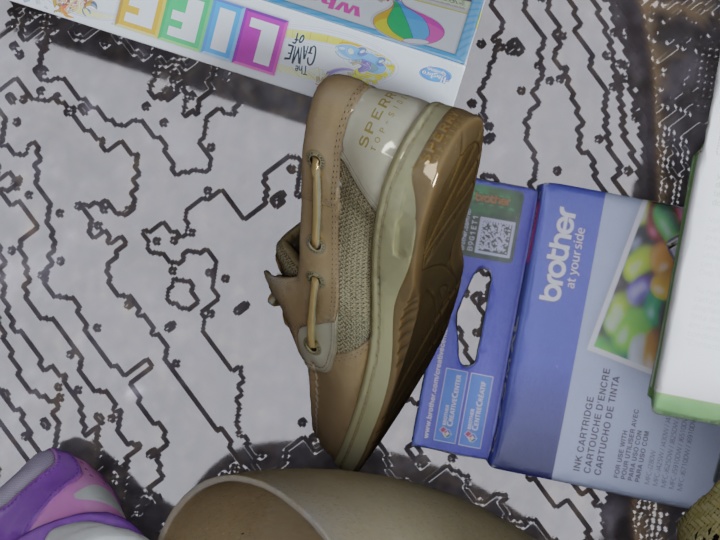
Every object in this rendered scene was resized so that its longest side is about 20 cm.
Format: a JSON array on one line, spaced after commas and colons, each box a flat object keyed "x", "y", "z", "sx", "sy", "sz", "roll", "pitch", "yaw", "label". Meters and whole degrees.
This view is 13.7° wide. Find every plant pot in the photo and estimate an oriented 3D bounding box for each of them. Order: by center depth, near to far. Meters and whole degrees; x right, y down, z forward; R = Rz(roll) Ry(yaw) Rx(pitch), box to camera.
[{"x": 0.021, "y": 0.166, "z": 1.153, "sx": 0.134, "sy": 0.200, "sz": 0.202, "roll": -9, "pitch": 89, "yaw": -32, "label": "plant pot"}]

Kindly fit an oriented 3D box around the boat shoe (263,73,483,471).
[{"x": 0.000, "y": 0.000, "z": 1.154, "sx": 0.064, "sy": 0.201, "sz": 0.071, "roll": 25, "pitch": 49, "yaw": 11, "label": "boat shoe"}]

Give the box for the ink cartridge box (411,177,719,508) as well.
[{"x": 0.128, "y": 0.035, "z": 1.213, "sx": 0.199, "sy": 0.042, "sz": 0.120, "roll": 11, "pitch": 89, "yaw": 2, "label": "ink cartridge box"}]

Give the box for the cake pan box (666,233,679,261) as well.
[{"x": 0.245, "y": 0.022, "z": 1.158, "sx": 0.199, "sy": 0.052, "sz": 0.185, "roll": -30, "pitch": 92, "yaw": 7, "label": "cake pan box"}]

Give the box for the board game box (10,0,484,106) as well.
[{"x": -0.048, "y": -0.126, "z": 1.168, "sx": 0.199, "sy": 0.135, "sz": 0.034, "roll": 18, "pitch": 122, "yaw": 1, "label": "board game box"}]

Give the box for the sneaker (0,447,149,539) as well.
[{"x": -0.161, "y": 0.144, "z": 1.198, "sx": 0.200, "sy": 0.080, "sz": 0.089, "roll": -39, "pitch": 45, "yaw": 17, "label": "sneaker"}]

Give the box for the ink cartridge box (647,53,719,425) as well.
[{"x": 0.195, "y": -0.032, "z": 1.111, "sx": 0.145, "sy": 0.048, "sz": 0.201, "roll": 11, "pitch": 95, "yaw": 7, "label": "ink cartridge box"}]

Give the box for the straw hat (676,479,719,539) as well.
[{"x": 0.163, "y": 0.107, "z": 1.083, "sx": 0.200, "sy": 0.201, "sz": 0.086, "roll": -13, "pitch": 68, "yaw": 0, "label": "straw hat"}]
